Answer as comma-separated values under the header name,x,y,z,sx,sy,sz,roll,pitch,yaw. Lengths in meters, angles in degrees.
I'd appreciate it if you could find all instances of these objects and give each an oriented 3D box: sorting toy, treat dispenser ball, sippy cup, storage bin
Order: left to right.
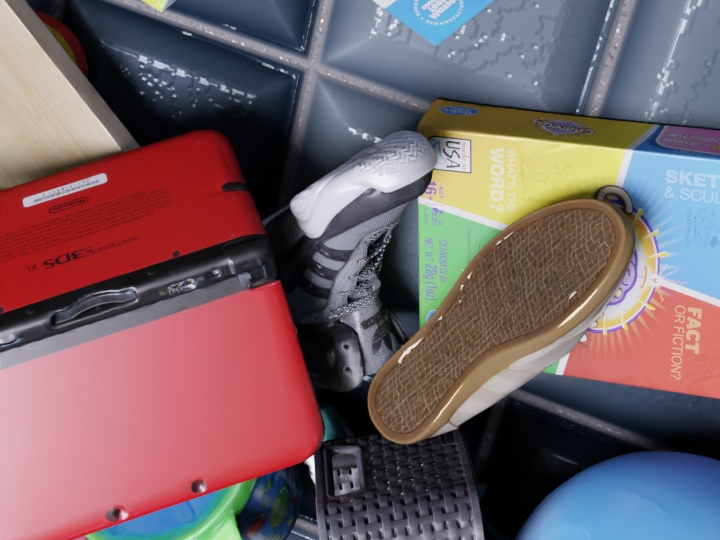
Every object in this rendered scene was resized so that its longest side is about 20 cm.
name,x,y,z,sx,sy,sz,roll,pitch,yaw
sorting toy,-0.212,-0.056,1.051,0.198,0.070,0.200,-31,103,31
sippy cup,-0.103,0.132,1.066,0.139,0.179,0.130,-7,154,21
storage bin,0.030,0.205,0.987,0.093,0.135,0.201,-7,107,-1
treat dispenser ball,0.177,0.206,0.970,0.200,0.201,0.202,9,121,16

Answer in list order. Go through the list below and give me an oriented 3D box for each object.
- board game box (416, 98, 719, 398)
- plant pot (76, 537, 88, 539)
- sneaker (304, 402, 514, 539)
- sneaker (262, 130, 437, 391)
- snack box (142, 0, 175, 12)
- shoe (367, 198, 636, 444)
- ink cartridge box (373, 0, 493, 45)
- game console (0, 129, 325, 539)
name,x,y,z,sx,sy,sz,roll,pitch,yaw
board game box,0.133,-0.012,0.961,0.199,0.040,0.154,7,120,17
plant pot,-0.294,0.183,1.151,0.199,0.179,0.201,9,120,16
sneaker,0.040,0.149,1.079,0.200,0.078,0.080,42,109,-13
sneaker,0.000,0.000,0.976,0.114,0.075,0.200,55,140,-3
snack box,-0.148,-0.267,0.910,0.199,0.068,0.169,34,123,2
shoe,0.084,0.028,0.952,0.200,0.053,0.070,-42,65,29
ink cartridge box,0.007,-0.214,0.832,0.199,0.068,0.116,31,130,-32
game console,-0.142,0.036,0.943,0.199,0.173,0.119,-18,135,-7
